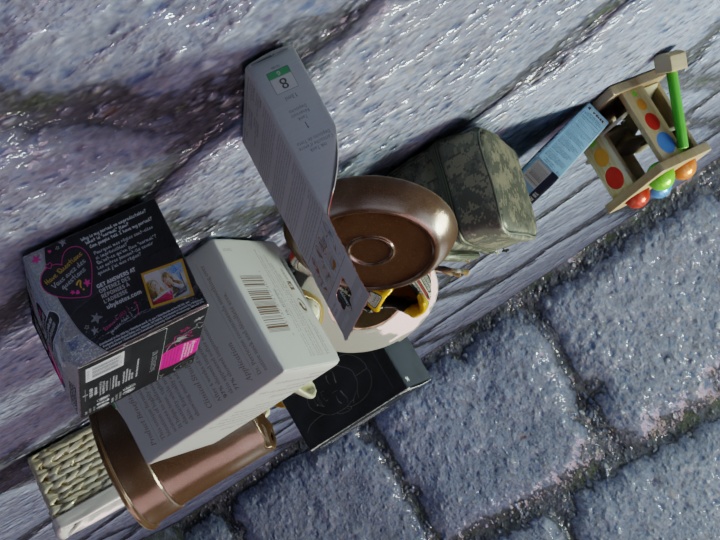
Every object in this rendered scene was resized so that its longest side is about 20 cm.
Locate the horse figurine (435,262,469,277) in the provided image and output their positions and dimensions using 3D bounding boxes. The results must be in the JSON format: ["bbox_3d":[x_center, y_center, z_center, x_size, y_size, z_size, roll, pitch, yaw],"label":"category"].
[{"bbox_3d":[0.095,-0.020,1.893,0.131,0.051,0.200,12,-179,0],"label":"horse figurine"}]

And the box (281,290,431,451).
[{"bbox_3d":[-0.030,0.142,1.978,0.196,0.202,0.124,-34,171,20],"label":"box"}]

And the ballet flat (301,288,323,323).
[{"bbox_3d":[-0.095,0.053,1.569,0.199,0.063,0.069,21,94,-53],"label":"ballet flat"}]

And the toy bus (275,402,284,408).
[{"bbox_3d":[-0.111,0.187,2.209,0.189,0.137,0.200,-14,168,-15],"label":"toy bus"}]

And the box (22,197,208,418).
[{"bbox_3d":[-0.228,0.039,1.155,0.131,0.116,0.200,-26,168,-19],"label":"box"}]

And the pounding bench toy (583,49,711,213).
[{"bbox_3d":[0.414,-0.194,1.775,0.123,0.157,0.200,-22,167,-36],"label":"pounding bench toy"}]

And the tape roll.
[{"bbox_3d":[0.005,0.029,1.686,0.200,0.037,0.205,-9,133,-9],"label":"tape roll"}]

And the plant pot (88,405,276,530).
[{"bbox_3d":[-0.229,0.208,1.673,0.196,0.202,0.200,-26,170,1],"label":"plant pot"}]

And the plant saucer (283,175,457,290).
[{"bbox_3d":[0.011,-0.032,1.415,0.197,0.032,0.201,0,145,0],"label":"plant saucer"}]

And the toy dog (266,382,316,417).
[{"bbox_3d":[-0.192,0.165,1.818,0.199,0.141,0.193,-34,156,21],"label":"toy dog"}]

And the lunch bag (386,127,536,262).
[{"bbox_3d":[0.110,-0.079,1.542,0.166,0.141,0.200,-16,174,19],"label":"lunch bag"}]

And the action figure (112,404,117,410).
[{"bbox_3d":[-0.227,0.101,1.555,0.199,0.118,0.055,-40,-167,3],"label":"action figure"}]

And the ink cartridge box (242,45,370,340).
[{"bbox_3d":[-0.032,-0.057,1.010,0.050,0.202,0.161,-28,170,-13],"label":"ink cartridge box"}]

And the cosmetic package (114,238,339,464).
[{"bbox_3d":[-0.165,0.086,1.409,0.199,0.169,0.166,-33,170,17],"label":"cosmetic package"}]

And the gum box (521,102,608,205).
[{"bbox_3d":[0.241,-0.130,1.731,0.170,0.045,0.200,-47,177,41],"label":"gum box"}]

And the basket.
[{"bbox_3d":[-0.394,0.302,1.912,0.198,0.124,0.136,-26,170,-19],"label":"basket"}]

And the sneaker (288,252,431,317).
[{"bbox_3d":[0.005,0.003,1.574,0.198,0.083,0.078,14,132,-21],"label":"sneaker"}]
